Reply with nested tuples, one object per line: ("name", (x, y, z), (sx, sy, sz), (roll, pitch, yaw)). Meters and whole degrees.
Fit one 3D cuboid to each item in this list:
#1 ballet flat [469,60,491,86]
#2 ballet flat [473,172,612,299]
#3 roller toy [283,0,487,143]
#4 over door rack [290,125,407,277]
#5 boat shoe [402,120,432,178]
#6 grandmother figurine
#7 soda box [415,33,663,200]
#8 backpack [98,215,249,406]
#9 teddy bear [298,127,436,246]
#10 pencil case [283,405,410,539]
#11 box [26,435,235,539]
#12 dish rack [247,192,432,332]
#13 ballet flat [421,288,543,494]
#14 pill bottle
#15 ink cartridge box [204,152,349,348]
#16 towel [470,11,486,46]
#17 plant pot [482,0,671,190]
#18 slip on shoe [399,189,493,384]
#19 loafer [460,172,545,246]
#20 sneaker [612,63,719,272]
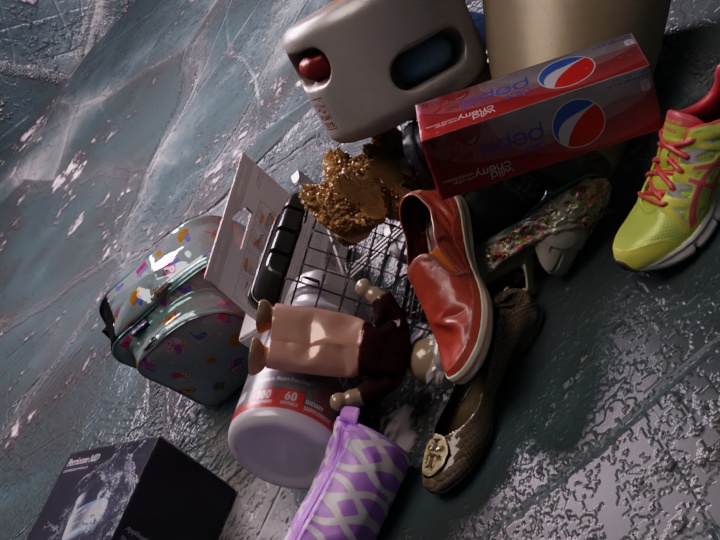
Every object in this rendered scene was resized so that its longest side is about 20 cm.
("ballet flat", (0.145, -0.199, 1.353), (0.201, 0.073, 0.073), (-51, 27, 8))
("ballet flat", (0.156, -0.014, 1.133), (0.199, 0.075, 0.065), (-35, 61, 36))
("roller toy", (0.025, -0.213, 1.228), (0.198, 0.141, 0.183), (-21, 14, 26))
("over door rack", (0.021, -0.077, 1.376), (0.147, 0.066, 0.201), (-41, 49, 17))
("boat shoe", (0.101, -0.132, 1.228), (0.090, 0.072, 0.200), (-15, -4, 16))
("grandmother figurine", (0.002, 0.069, 1.135), (0.061, 0.197, 0.123), (41, -121, -85))
("soda box", (0.150, -0.130, 1.051), (0.198, 0.064, 0.070), (-18, 34, 9))
("backpack", (-0.180, 0.045, 1.433), (0.200, 0.175, 0.154), (-47, 43, 9))
("teddy bear", (0.019, -0.080, 1.235), (0.201, 0.144, 0.067), (-69, 5, -54))
("pencil case", (-0.031, 0.226, 1.078), (0.083, 0.085, 0.201), (-3, 52, 52))
("box", (-0.262, 0.296, 1.304), (0.196, 0.117, 0.201), (-17, 40, 47))
("dish rack", (0.000, 0.000, 1.224), (0.154, 0.198, 0.055), (-76, 4, -50))
("ballet flat", (0.099, 0.100, 1.080), (0.067, 0.046, 0.201), (-1, 55, 57))
("pill bottle", (-0.051, 0.103, 1.223), (0.115, 0.116, 0.201), (-27, 33, 37))
("ink cartridge box", (-0.098, -0.004, 1.362), (0.045, 0.176, 0.201), (-31, 32, 35))
("towel", (0.088, -0.247, 1.414), (0.111, 0.049, 0.199), (13, 33, 39))
("plant pot", (0.198, -0.185, 1.172), (0.186, 0.186, 0.202), (-18, 55, 46))
("slip on shoe", (0.071, 0.011, 1.093), (0.074, 0.061, 0.202), (-50, 38, 45))
("loafer", (0.123, -0.056, 1.167), (0.073, 0.072, 0.200), (-61, -2, -9))
("sneaker", (0.267, -0.090, 1.017), (0.201, 0.090, 0.078), (-51, 29, 1))
